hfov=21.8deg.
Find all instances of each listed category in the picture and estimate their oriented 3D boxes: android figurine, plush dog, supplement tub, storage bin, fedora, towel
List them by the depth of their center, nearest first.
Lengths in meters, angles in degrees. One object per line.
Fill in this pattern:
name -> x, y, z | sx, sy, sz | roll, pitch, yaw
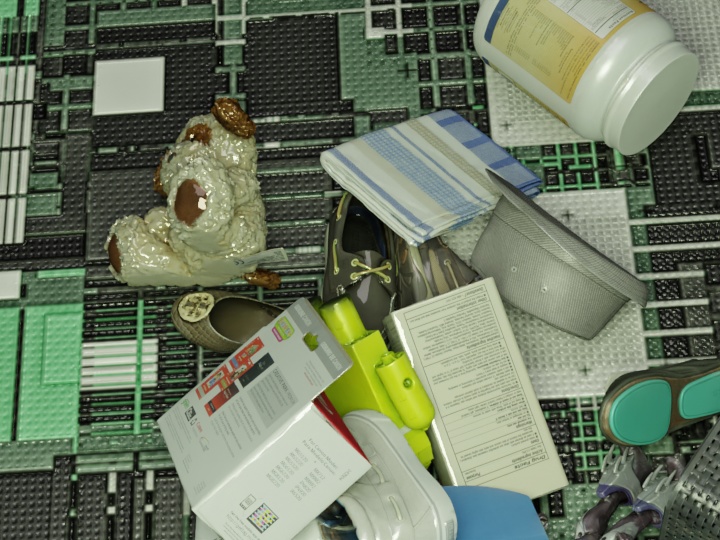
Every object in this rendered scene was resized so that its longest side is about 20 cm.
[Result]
storage bin -> 0.325, 0.205, 1.589 | 0.094, 0.200, 0.135 | 30, 65, 19
android figurine -> 0.006, 0.115, 1.684 | 0.041, 0.182, 0.201 | -30, 99, -25
fedora -> 0.174, -0.002, 1.771 | 0.200, 0.177, 0.090 | 37, 96, 15
plush dog -> -0.143, -0.077, 1.830 | 0.160, 0.200, 0.173 | 16, 60, -30
towel -> 0.071, -0.094, 1.847 | 0.147, 0.024, 0.200 | 41, 41, 25
supplement tub -> 0.228, -0.222, 1.890 | 0.144, 0.145, 0.200 | -40, 65, -19

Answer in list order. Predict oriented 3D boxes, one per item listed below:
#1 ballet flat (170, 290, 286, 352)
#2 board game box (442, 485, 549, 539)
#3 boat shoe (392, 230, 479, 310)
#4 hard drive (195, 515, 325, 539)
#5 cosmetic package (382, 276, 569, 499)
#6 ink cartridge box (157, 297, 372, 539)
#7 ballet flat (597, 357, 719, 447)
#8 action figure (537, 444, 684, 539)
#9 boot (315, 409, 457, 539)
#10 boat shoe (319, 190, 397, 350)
ballet flat -> -0.090, 0.056, 1.798 | 0.199, 0.046, 0.068 | 18, 61, 14
board game box -> 0.079, 0.246, 1.555 | 0.157, 0.039, 0.200 | -7, 23, -6
boat shoe -> 0.074, 0.020, 1.804 | 0.073, 0.075, 0.201 | 0, 58, -18
hard drive -> -0.087, 0.200, 1.648 | 0.132, 0.025, 0.200 | -30, 31, 17
cosmetic package -> 0.102, 0.118, 1.687 | 0.105, 0.071, 0.201 | -18, 85, -8
ink cartridge box -> -0.069, 0.131, 1.579 | 0.175, 0.084, 0.200 | -42, 22, 1
ballet flat -> 0.268, 0.117, 1.695 | 0.199, 0.068, 0.068 | -7, 14, -40
action figure -> 0.207, 0.236, 1.647 | 0.130, 0.070, 0.200 | 14, 47, 40
boot -> -0.003, 0.180, 1.573 | 0.095, 0.074, 0.200 | -7, 23, -23
boat shoe -> 0.000, 0.000, 1.789 | 0.071, 0.061, 0.202 | 8, 43, -15
